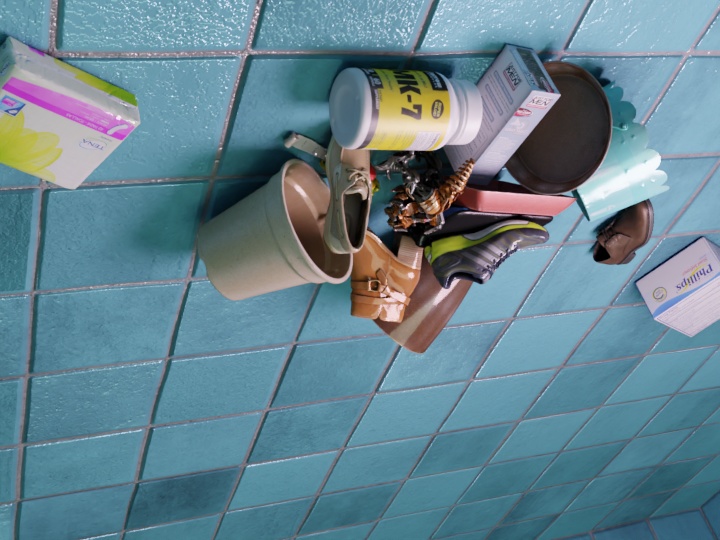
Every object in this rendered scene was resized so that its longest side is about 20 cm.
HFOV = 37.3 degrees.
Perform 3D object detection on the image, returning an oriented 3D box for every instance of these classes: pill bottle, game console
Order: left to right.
[{"bbox_3d":[0.066,-0.229,1.529,0.200,0.114,0.114,-3,144,-27],"label":"pill bottle"},{"bbox_3d":[0.181,-0.097,1.761,0.200,0.176,0.116,2,126,-32],"label":"game console"}]

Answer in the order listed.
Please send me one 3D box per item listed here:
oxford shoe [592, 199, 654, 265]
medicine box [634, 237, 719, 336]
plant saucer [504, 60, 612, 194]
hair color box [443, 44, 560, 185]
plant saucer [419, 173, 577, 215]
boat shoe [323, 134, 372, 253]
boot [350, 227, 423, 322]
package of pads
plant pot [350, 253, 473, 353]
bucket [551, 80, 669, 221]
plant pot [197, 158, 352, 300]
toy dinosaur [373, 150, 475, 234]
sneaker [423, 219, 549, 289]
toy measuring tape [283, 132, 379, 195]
[{"bbox_3d":[0.506,-0.070,2.061,0.084,0.073,0.200,-7,145,-18],"label":"oxford shoe"},{"bbox_3d":[0.734,0.039,2.325,0.182,0.103,0.200,-38,144,25],"label":"medicine box"},{"bbox_3d":[0.297,-0.215,1.615,0.034,0.200,0.200,-5,147,-49],"label":"plant saucer"},{"bbox_3d":[0.207,-0.233,1.618,0.061,0.099,0.200,2,141,-34],"label":"hair color box"},{"bbox_3d":[0.209,-0.121,1.716,0.200,0.200,0.037,2,101,-32],"label":"plant saucer"},{"bbox_3d":[-0.011,-0.124,1.579,0.072,0.200,0.065,8,177,-32],"label":"boat shoe"},{"bbox_3d":[0.000,0.000,1.768,0.200,0.074,0.155,14,102,-4],"label":"boot"},{"bbox_3d":[-0.404,-0.191,1.357,0.154,0.068,0.200,-39,144,25],"label":"package of pads"},{"bbox_3d":[0.117,0.011,1.878,0.200,0.187,0.187,-45,142,17],"label":"plant pot"},{"bbox_3d":[0.387,-0.186,1.705,0.135,0.207,0.207,-26,148,8],"label":"bucket"},{"bbox_3d":[-0.140,-0.043,1.638,0.183,0.201,0.200,-22,150,22],"label":"plant pot"},{"bbox_3d":[0.103,-0.130,1.637,0.200,0.136,0.102,-29,-178,28],"label":"toy dinosaur"},{"bbox_3d":[0.205,-0.022,1.700,0.200,0.081,0.074,-16,159,11],"label":"sneaker"},{"bbox_3d":[-0.035,-0.150,1.630,0.074,0.074,0.200,-38,145,25],"label":"toy measuring tape"}]
